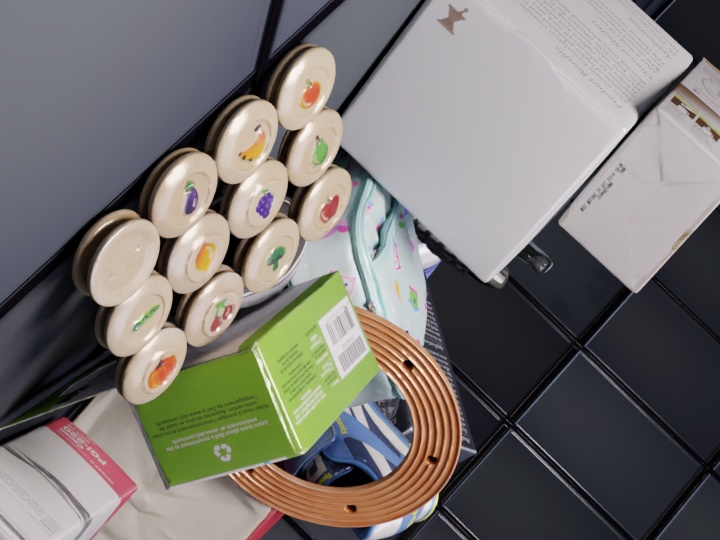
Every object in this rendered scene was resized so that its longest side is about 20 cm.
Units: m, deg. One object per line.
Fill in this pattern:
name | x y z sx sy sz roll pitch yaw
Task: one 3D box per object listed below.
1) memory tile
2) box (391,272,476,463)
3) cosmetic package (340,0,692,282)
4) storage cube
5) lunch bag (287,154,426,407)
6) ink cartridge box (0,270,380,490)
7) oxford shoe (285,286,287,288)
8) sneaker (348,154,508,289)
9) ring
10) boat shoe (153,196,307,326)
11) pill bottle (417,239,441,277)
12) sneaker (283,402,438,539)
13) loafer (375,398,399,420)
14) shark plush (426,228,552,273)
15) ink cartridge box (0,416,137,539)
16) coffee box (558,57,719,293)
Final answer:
memory tile | -0.074 -0.025 0.828 0.200 0.017 0.154 -45 151 -26
box | -0.002 0.101 1.360 0.148 0.201 0.107 -31 146 27
cosmetic package | 0.117 -0.132 1.112 0.167 0.167 0.200 -50 174 33
storage cube | -0.148 0.165 1.226 0.200 0.171 0.180 -47 174 19
lunch bag | 0.000 0.000 1.117 0.076 0.161 0.200 -9 -156 10
ink cartridge box | -0.108 0.082 0.959 0.199 0.076 0.148 -19 -171 25
oxford shoe | -0.084 -0.006 1.076 0.200 0.072 0.085 58 46 -78
sneaker | 0.087 -0.076 1.309 0.116 0.200 0.075 -55 -149 -6
ring | -0.024 0.102 1.057 0.201 0.200 0.019 -49 -169 34
boat shoe | -0.081 -0.019 0.924 0.066 0.070 0.200 -48 168 31
pill bottle | 0.040 -0.042 1.548 0.112 0.112 0.200 -45 176 -22
sneaker | -0.028 0.129 1.152 0.082 0.200 0.074 -31 160 -51
loafer | -0.042 0.064 1.249 0.068 0.200 0.071 -22 128 -40
shark plush | 0.083 -0.078 1.189 0.083 0.200 0.091 -27 139 -33
ink cartridge box | -0.253 0.191 1.001 0.146 0.085 0.200 -47 178 9
coffee box | 0.233 -0.076 1.105 0.115 0.080 0.200 -51 174 29
